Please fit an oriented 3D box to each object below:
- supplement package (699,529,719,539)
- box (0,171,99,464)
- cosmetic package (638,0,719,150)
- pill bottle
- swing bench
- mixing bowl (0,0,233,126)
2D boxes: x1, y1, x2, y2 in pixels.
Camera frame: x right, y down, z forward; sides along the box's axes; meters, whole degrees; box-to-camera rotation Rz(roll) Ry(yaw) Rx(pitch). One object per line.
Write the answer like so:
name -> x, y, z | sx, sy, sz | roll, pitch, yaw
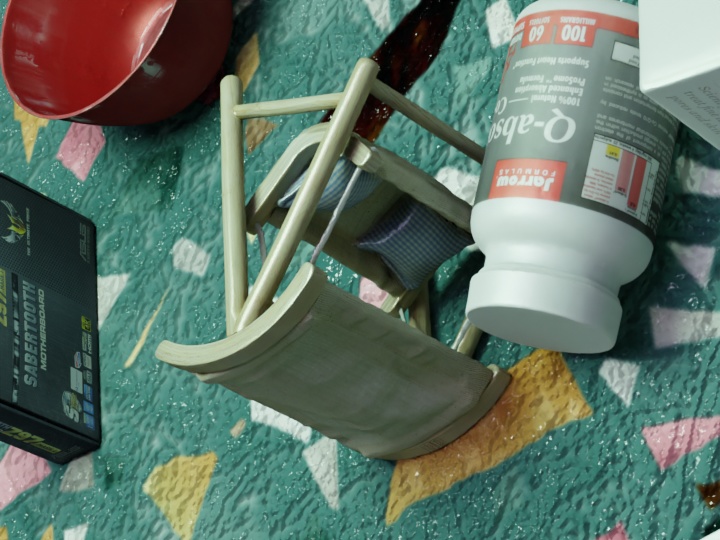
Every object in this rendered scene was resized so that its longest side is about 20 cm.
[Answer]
supplement package -> 0.215, 0.254, 1.171 | 0.150, 0.151, 0.201 | -33, 51, 27
box -> -0.266, 0.027, 1.719 | 0.051, 0.157, 0.201 | -26, 53, 31
cosmetic package -> 0.268, -0.178, 1.324 | 0.164, 0.165, 0.201 | -17, 58, 36
pill bottle -> 0.132, -0.058, 1.425 | 0.115, 0.116, 0.201 | -1, 70, 42
swing bench -> 0.000, 0.000, 1.458 | 0.129, 0.199, 0.201 | -3, 68, 41
mixing bowl -> -0.172, -0.188, 1.772 | 0.199, 0.108, 0.201 | -20, 57, 34
